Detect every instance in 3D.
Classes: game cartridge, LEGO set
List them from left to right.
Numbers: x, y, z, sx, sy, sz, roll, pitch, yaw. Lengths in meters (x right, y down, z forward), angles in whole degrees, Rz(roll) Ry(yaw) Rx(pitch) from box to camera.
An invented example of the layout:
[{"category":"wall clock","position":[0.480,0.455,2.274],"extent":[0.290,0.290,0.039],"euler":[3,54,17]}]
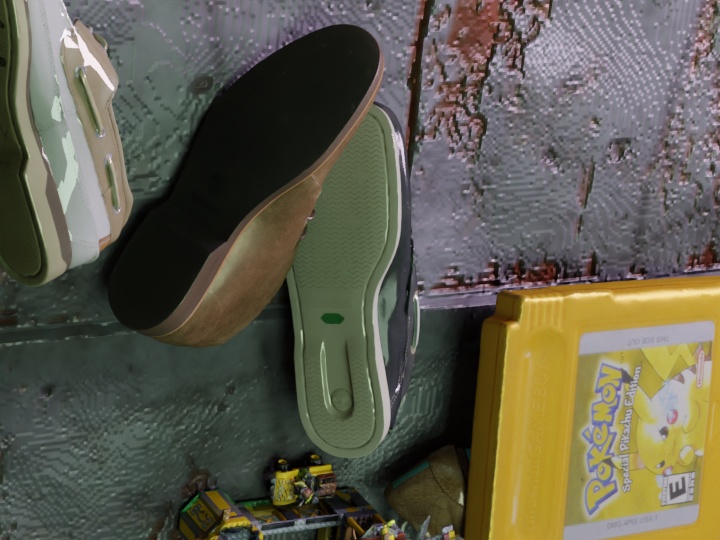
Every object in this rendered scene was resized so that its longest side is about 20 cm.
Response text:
[{"category":"LEGO set","position":[-0.032,0.221,1.305],"extent":[0.153,0.116,0.201],"euler":[3,110,-30]},{"category":"game cartridge","position":[0.149,0.095,1.366],"extent":[0.199,0.032,0.178],"euler":[-4,103,-40]}]

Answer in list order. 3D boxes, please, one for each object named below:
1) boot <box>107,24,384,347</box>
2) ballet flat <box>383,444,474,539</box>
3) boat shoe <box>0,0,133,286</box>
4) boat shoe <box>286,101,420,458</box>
[{"category":"boot","position":[-0.051,-0.043,1.216],"extent":[0.200,0.074,0.075],"euler":[-51,145,5]},{"category":"ballet flat","position":[0.059,0.197,1.386],"extent":[0.072,0.068,0.201],"euler":[-18,122,2]},{"category":"boat shoe","position":[-0.162,-0.096,1.122],"extent":[0.068,0.074,0.201],"euler":[-28,123,-39]},{"category":"boat shoe","position":[0.000,0.000,1.267],"extent":[0.068,0.071,0.201],"euler":[-30,125,-59]}]
